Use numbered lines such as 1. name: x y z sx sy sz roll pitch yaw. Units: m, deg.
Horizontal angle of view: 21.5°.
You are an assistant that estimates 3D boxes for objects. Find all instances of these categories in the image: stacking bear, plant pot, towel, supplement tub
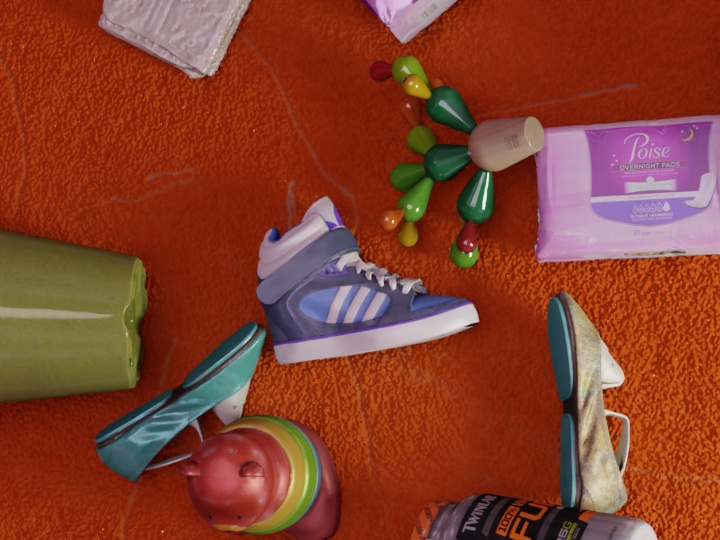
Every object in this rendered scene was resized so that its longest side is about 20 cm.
1. stacking bear: -0.095 0.183 1.662 0.121 0.200 0.115 6 86 13
2. plant pot: -0.297 0.045 1.746 0.189 0.200 0.202 3 85 0
3. towel: -0.156 -0.294 1.812 0.132 0.034 0.201 28 90 13
4. supplement tub: 0.148 0.260 1.629 0.199 0.122 0.123 6 85 26

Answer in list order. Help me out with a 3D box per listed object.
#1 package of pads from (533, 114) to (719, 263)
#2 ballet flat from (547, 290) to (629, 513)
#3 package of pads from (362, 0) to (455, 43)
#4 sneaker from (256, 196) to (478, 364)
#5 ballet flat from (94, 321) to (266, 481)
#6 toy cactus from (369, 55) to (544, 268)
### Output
1. package of pads: 0.249 -0.072 1.675 0.199 0.076 0.121 -3 85 12
2. ballet flat: 0.205 0.118 1.677 0.070 0.071 0.202 -5 83 12
3. package of pads: 0.074 -0.315 1.731 0.200 0.076 0.121 -40 76 6
4. sneaker: 0.000 0.000 1.721 0.199 0.081 0.148 -11 86 17
5. ballet flat: -0.153 0.128 1.759 0.200 0.067 0.071 -36 102 7
6. toy cactus: 0.084 -0.105 1.689 0.164 0.102 0.201 -15 85 38
